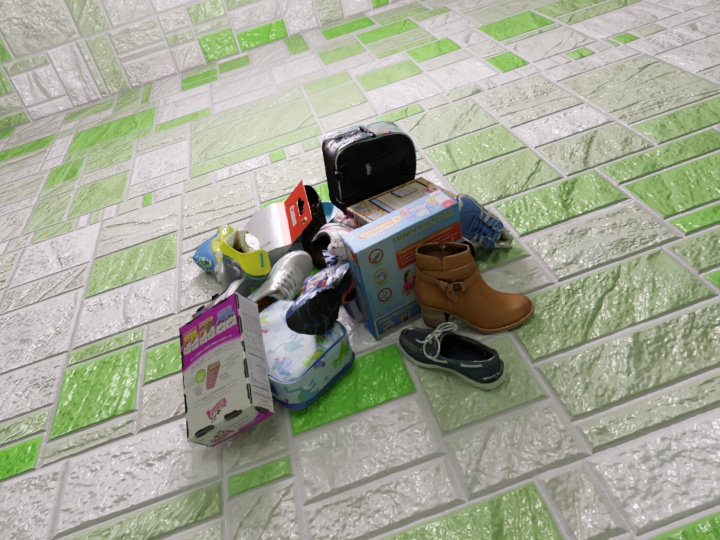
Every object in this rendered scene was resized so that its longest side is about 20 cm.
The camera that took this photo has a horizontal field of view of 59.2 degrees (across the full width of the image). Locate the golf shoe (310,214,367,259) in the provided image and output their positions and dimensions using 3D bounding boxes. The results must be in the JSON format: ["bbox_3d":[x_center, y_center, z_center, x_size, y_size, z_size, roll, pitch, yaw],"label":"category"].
[{"bbox_3d":[-0.011,-0.043,1.166,0.092,0.074,0.198,-36,30,-27],"label":"golf shoe"}]

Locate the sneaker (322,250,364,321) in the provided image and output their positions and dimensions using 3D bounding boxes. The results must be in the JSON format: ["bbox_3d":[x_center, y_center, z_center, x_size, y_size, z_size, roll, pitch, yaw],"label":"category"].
[{"bbox_3d":[0.000,0.000,1.218,0.113,0.082,0.200,-22,33,-4],"label":"sneaker"}]

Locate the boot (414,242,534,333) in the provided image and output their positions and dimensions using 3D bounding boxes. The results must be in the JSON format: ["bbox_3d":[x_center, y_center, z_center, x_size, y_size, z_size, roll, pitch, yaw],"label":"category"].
[{"bbox_3d":[0.184,0.023,1.037,0.196,0.157,0.074,-5,36,9],"label":"boot"}]

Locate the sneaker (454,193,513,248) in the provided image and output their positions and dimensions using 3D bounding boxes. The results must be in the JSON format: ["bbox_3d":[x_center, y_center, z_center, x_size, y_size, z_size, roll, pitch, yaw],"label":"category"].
[{"bbox_3d":[0.222,-0.087,1.173,0.076,0.077,0.199,29,10,35],"label":"sneaker"}]

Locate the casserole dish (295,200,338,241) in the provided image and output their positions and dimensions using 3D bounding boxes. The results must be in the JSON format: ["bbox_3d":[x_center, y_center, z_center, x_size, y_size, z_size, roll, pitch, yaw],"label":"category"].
[{"bbox_3d":[-0.141,-0.107,1.462,0.196,0.039,0.122,-7,36,16],"label":"casserole dish"}]

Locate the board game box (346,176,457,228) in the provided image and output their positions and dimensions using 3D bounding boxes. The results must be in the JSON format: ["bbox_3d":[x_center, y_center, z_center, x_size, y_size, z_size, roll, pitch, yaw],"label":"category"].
[{"bbox_3d":[0.093,-0.115,1.273,0.198,0.047,0.151,-25,38,-25],"label":"board game box"}]

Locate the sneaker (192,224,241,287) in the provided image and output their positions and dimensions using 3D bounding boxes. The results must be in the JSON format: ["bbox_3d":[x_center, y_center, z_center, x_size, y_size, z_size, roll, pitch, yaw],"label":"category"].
[{"bbox_3d":[-0.317,-0.014,1.397,0.104,0.076,0.201,-30,33,13],"label":"sneaker"}]

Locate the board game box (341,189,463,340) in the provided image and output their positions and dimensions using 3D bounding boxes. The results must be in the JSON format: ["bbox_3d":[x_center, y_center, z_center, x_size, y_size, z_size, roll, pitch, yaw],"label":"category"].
[{"bbox_3d":[0.083,-0.008,1.088,0.197,0.198,0.056,-26,39,-14],"label":"board game box"}]

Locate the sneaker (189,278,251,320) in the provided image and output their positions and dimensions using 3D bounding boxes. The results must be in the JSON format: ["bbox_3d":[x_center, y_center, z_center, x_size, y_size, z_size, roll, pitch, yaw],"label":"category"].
[{"bbox_3d":[-0.276,0.089,1.214,0.078,0.079,0.202,3,40,17],"label":"sneaker"}]

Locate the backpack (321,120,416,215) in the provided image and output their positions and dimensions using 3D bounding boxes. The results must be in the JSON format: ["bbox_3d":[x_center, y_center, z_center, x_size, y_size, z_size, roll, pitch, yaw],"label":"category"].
[{"bbox_3d":[0.019,-0.227,1.365,0.197,0.180,0.151,-20,39,-13],"label":"backpack"}]

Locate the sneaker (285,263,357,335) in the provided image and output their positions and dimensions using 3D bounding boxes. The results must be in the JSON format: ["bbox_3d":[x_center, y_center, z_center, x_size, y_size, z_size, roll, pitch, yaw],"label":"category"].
[{"bbox_3d":[-0.072,0.049,1.060,0.077,0.077,0.200,0,20,27],"label":"sneaker"}]

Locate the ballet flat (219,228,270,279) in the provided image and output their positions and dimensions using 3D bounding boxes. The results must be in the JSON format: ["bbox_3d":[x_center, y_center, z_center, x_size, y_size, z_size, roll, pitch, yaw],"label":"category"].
[{"bbox_3d":[-0.230,-0.046,1.262,0.066,0.068,0.199,-13,26,-27],"label":"ballet flat"}]

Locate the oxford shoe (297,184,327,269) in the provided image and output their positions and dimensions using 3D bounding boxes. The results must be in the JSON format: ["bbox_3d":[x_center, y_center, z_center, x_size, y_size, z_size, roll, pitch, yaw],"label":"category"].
[{"bbox_3d":[-0.101,-0.094,1.346,0.071,0.085,0.203,-19,63,-2],"label":"oxford shoe"}]

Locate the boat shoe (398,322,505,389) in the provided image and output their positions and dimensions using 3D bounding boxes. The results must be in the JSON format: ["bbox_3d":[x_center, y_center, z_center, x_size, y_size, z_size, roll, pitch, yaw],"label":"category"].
[{"bbox_3d":[0.137,0.124,1.004,0.075,0.063,0.198,-39,40,-26],"label":"boat shoe"}]

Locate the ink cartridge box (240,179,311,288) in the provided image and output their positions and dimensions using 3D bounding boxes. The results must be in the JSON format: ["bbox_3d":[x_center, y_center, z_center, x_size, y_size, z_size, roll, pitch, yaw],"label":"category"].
[{"bbox_3d":[-0.187,-0.087,1.339,0.201,0.056,0.164,-53,32,25],"label":"ink cartridge box"}]

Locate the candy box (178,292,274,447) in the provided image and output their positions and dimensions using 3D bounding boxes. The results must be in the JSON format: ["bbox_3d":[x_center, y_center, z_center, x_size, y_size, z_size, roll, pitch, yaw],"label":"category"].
[{"bbox_3d":[-0.217,0.157,1.012,0.135,0.061,0.203,-29,54,21],"label":"candy box"}]

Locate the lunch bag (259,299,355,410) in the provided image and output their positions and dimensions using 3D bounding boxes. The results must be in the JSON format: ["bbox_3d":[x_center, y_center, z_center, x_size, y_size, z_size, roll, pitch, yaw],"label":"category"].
[{"bbox_3d":[-0.122,0.139,1.076,0.198,0.084,0.160,19,47,40],"label":"lunch bag"}]

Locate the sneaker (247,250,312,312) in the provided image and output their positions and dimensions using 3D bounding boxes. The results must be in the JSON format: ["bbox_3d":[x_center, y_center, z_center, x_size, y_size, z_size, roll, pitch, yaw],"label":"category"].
[{"bbox_3d":[-0.153,0.041,1.217,0.201,0.077,0.080,-50,25,-26],"label":"sneaker"}]

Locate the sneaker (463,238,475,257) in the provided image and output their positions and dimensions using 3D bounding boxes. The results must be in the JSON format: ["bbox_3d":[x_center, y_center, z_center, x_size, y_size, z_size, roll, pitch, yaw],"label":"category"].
[{"bbox_3d":[0.114,-0.015,1.212,0.196,0.077,0.088,-16,25,-11],"label":"sneaker"}]
